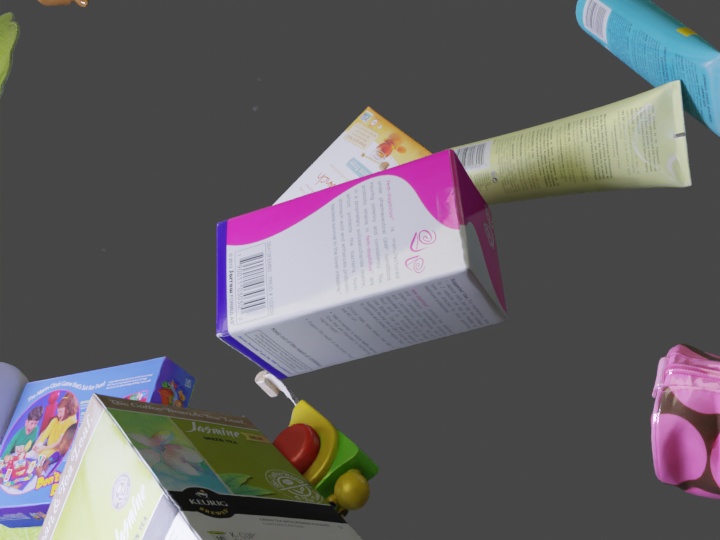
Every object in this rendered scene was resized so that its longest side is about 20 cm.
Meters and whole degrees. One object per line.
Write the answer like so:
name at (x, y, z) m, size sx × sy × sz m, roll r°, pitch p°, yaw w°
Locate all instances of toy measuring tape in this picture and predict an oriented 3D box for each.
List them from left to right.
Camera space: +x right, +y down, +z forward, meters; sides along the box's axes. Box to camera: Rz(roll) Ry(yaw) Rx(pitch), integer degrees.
toy measuring tape at (-0.052, 0.136, 0.751) m, size 0.074 × 0.074 × 0.200 m, roll -51°, pitch 31°, yaw -7°

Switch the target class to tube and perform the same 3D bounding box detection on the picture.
tube at (0.155, -0.086, 0.771) m, size 0.198 × 0.058 × 0.052 m, roll -10°, pitch 35°, yaw 35°
tube at (0.230, -0.170, 0.763) m, size 0.050 × 0.078 × 0.201 m, roll -30°, pitch 38°, yaw 5°

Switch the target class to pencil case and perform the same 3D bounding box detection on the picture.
pencil case at (0.245, 0.088, 0.512) m, size 0.198 × 0.094 × 0.091 m, roll 4°, pitch 60°, yaw 43°

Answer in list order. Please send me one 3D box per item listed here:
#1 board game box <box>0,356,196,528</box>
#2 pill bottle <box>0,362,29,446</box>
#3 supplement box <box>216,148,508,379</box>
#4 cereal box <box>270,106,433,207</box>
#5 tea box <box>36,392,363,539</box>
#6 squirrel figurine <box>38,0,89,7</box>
board game box at (-0.254, 0.161, 0.913) m, size 0.198 × 0.045 × 0.136 m, roll -12°, pitch 50°, yaw 33°
pill bottle at (-0.431, 0.151, 1.022) m, size 0.198 × 0.112 × 0.113 m, roll -13°, pitch 49°, yaw 31°
supplement box at (0.000, 0.000, 0.756) m, size 0.198 × 0.103 × 0.102 m, roll -16°, pitch 59°, yaw 20°
cereal box at (-0.021, -0.042, 0.889) m, size 0.200 × 0.040 × 0.144 m, roll -46°, pitch 41°, yaw -1°
tea box at (-0.117, 0.217, 0.634) m, size 0.196 × 0.133 × 0.202 m, roll 34°, pitch 104°, yaw 49°
squirrel figurine at (-0.463, -0.523, 1.600) m, size 0.198 × 0.141 × 0.189 m, roll -20°, pitch 52°, yaw 30°
